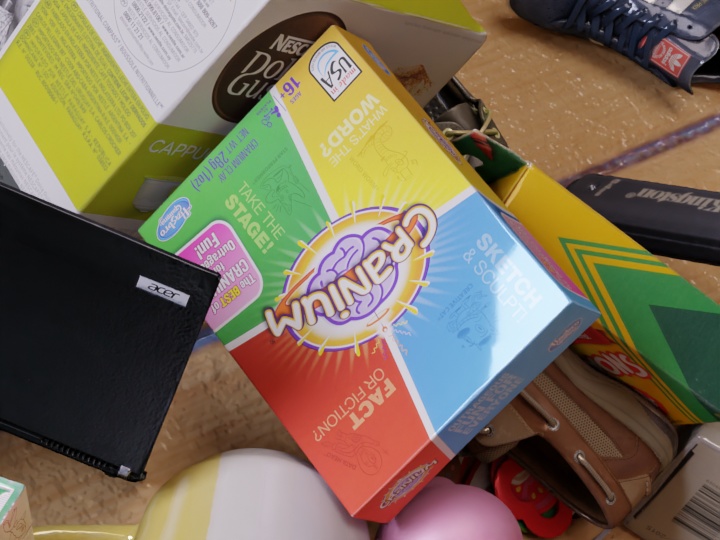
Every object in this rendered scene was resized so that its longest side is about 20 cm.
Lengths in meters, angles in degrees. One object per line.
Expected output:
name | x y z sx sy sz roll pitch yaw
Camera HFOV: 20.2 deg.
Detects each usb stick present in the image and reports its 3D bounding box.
usb stick | 0.201 -0.028 1.218 0.200 0.033 0.055 12 47 45

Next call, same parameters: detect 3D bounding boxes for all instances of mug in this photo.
mug | -0.070 0.160 0.966 0.186 0.149 0.153 30 38 -22

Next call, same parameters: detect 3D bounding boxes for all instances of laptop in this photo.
laptop | -0.169 0.025 0.980 0.177 0.200 0.103 23 83 -2

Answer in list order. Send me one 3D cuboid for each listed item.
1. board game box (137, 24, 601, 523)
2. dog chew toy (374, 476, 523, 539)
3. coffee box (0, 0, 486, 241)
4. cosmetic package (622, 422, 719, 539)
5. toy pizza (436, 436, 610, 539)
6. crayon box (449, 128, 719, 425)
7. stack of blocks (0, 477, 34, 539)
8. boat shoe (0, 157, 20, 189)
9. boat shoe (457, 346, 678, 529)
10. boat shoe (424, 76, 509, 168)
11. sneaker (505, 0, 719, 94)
board game box | 0.000 0.000 1.004 0.200 0.153 0.040 50 14 26
dog chew toy | 0.060 0.196 0.997 0.124 0.125 0.200 -4 60 -25
coffee box | -0.093 -0.146 1.118 0.200 0.198 0.200 4 47 -56
cosmetic package | 0.235 0.074 1.183 0.071 0.105 0.200 32 47 3
toy pizza | 0.081 0.069 1.137 0.200 0.032 0.201 11 65 -24
crayon box | 0.108 0.009 1.079 0.200 0.127 0.051 36 76 -9
stack of blocks | -0.255 0.110 0.945 0.200 0.059 0.115 16 47 15
boat shoe | -0.199 -0.056 1.139 0.202 0.074 0.065 47 16 20
boat shoe | 0.076 0.067 1.074 0.200 0.076 0.072 33 70 -6
boat shoe | 0.048 -0.085 1.260 0.072 0.060 0.202 -28 68 -36
sneaker | 0.196 -0.166 1.373 0.200 0.075 0.085 7 47 -17
